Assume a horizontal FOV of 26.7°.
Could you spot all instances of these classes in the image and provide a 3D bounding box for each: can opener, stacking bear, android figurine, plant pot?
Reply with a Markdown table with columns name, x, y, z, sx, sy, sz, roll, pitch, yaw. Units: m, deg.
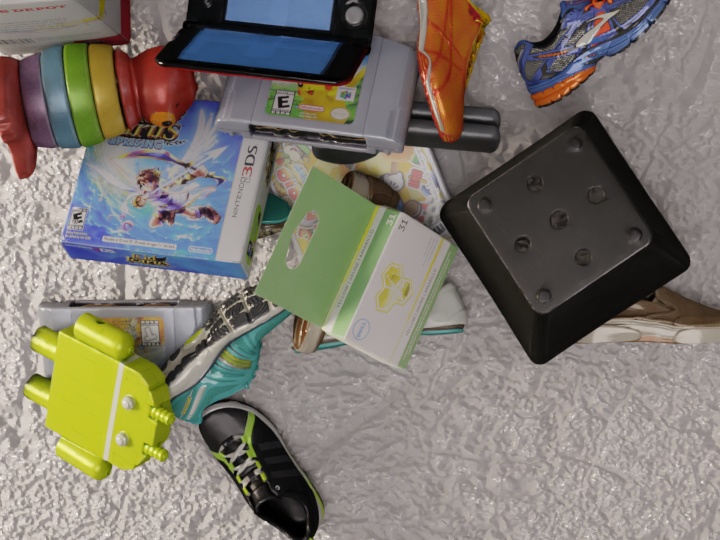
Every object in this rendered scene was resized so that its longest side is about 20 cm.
| name | x | y | z | sx | sy | sz | roll | pitch | yaw |
| --- | --- | --- | --- | --- | --- | --- | --- | --- | --- |
| can opener | 0.048 | -0.147 | 1.595 | 0.198 | 0.053 | 0.067 | 2 | 139 | 5 |
| stacking bear | -0.265 | -0.179 | 1.553 | 0.198 | 0.122 | 0.115 | -9 | 65 | -4 |
| android figurine | -0.282 | 0.140 | 1.653 | 0.199 | 0.041 | 0.184 | 27 | 116 | 24 |
| plant pot | 0.200 | -0.041 | 1.524 | 0.199 | 0.177 | 0.201 | -33 | 81 | 6 |

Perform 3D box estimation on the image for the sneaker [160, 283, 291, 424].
| name | x | y | z | sx | sy | sz | roll | pitch | yaw |
| --- | --- | --- | --- | --- | --- | --- | --- | --- | --- |
| sneaker | -0.141 | 0.089 | 1.662 | 0.200 | 0.078 | 0.080 | -42 | 115 | 15 |

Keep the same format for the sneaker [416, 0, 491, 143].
| name | x | y | z | sx | sy | sz | roll | pitch | yaw |
| --- | --- | --- | --- | --- | --- | --- | --- | --- | --- |
| sneaker | 0.095 | -0.230 | 1.543 | 0.076 | 0.073 | 0.202 | -2 | 82 | 7 |

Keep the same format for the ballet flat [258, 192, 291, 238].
| name | x | y | z | sx | sy | sz | roll | pitch | yaw |
| --- | --- | --- | --- | --- | --- | --- | --- | --- | --- |
| ballet flat | -0.167 | -0.067 | 1.649 | 0.198 | 0.068 | 0.076 | 19 | 131 | 7 |

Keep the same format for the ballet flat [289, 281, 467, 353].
| name | x | y | z | sx | sy | sz | roll | pitch | yaw |
| --- | --- | --- | --- | --- | --- | --- | --- | --- | --- |
| ballet flat | 0.018 | 0.048 | 1.668 | 0.198 | 0.070 | 0.070 | -8 | 105 | 4 |

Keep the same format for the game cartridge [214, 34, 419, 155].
| name | x | y | z | sx | sy | sz | roll | pitch | yaw |
| --- | --- | --- | --- | --- | --- | --- | --- | --- | --- |
| game cartridge | -0.042 | -0.191 | 1.571 | 0.198 | 0.134 | 0.041 | 7 | 149 | 8 |

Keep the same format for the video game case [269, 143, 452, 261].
| name | x | y | z | sx | sy | sz | roll | pitch | yaw |
| --- | --- | --- | --- | --- | --- | --- | --- | --- | --- |
| video game case | -0.006 | -0.099 | 1.643 | 0.180 | 0.023 | 0.202 | -21 | 103 | 10 |

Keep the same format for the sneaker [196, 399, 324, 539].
| name | x | y | z | sx | sy | sz | roll | pitch | yaw |
| --- | --- | --- | --- | --- | --- | --- | --- | --- | --- |
| sneaker | -0.108 | 0.229 | 1.709 | 0.072 | 0.083 | 0.200 | -40 | 102 | 14 |

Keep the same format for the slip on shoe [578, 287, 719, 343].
| name | x | y | z | sx | sy | sz | roll | pitch | yaw |
| --- | --- | --- | --- | --- | --- | --- | --- | --- | --- |
| slip on shoe | 0.324 | 0.046 | 1.630 | 0.198 | 0.076 | 0.061 | -1 | 90 | 8 |

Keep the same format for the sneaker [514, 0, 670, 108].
| name | x | y | z | sx | sy | sz | roll | pitch | yaw |
| --- | --- | --- | --- | --- | --- | --- | --- | --- | --- |
| sneaker | 0.241 | -0.253 | 1.555 | 0.199 | 0.075 | 0.079 | -38 | 96 | 12 |

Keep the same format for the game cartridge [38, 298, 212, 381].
| name | x | y | z | sx | sy | sz | roll | pitch | yaw |
| --- | --- | --- | --- | --- | --- | --- | --- | --- | --- |
| game cartridge | -0.261 | 0.099 | 1.714 | 0.198 | 0.042 | 0.135 | -1 | 102 | 5 |

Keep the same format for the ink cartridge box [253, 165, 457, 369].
| name | x | y | z | sx | sy | sz | roll | pitch | yaw |
| --- | --- | --- | --- | --- | --- | --- | --- | --- | --- |
| ink cartridge box | 0.000 | 0.000 | 1.557 | 0.199 | 0.048 | 0.147 | 30 | 83 | -44 |

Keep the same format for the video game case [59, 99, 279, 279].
| name | x | y | z | sx | sy | sz | roll | pitch | yaw |
| --- | --- | --- | --- | --- | --- | --- | --- | --- | --- |
| video game case | -0.195 | -0.092 | 1.583 | 0.198 | 0.046 | 0.183 | 7 | 66 | 10 |

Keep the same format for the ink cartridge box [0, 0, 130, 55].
| name | x | y | z | sx | sy | sz | roll | pitch | yaw |
| --- | --- | --- | --- | --- | --- | --- | --- | --- | --- |
| ink cartridge box | -0.323 | -0.308 | 1.500 | 0.144 | 0.200 | 0.146 | -3 | 86 | 5 |

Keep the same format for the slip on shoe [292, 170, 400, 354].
| name | x | y | z | sx | sy | sz | roll | pitch | yaw |
| --- | --- | --- | --- | --- | --- | --- | --- | --- | --- |
| slip on shoe | -0.016 | -0.003 | 1.616 | 0.060 | 0.076 | 0.202 | 18 | 89 | -19 |

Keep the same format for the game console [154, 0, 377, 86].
| name | x | y | z | sx | sy | sz | roll | pitch | yaw |
| --- | --- | --- | --- | --- | --- | --- | --- | --- | --- |
| game console | -0.089 | -0.269 | 1.523 | 0.198 | 0.119 | 0.174 | 7 | 87 | 8 |
